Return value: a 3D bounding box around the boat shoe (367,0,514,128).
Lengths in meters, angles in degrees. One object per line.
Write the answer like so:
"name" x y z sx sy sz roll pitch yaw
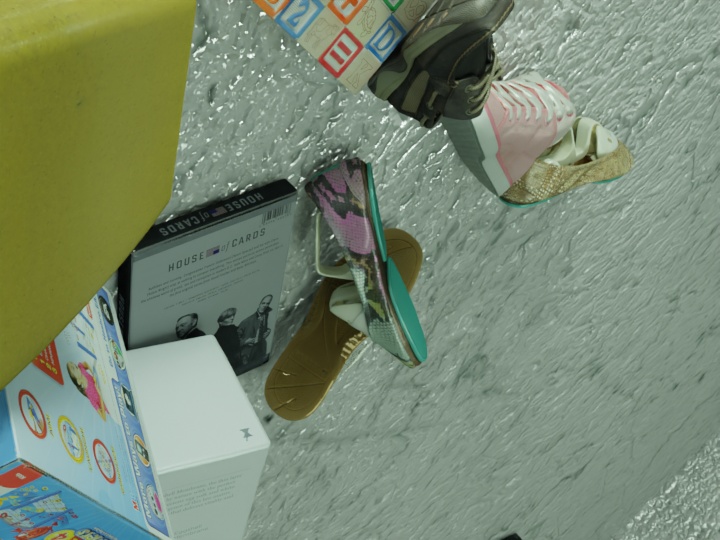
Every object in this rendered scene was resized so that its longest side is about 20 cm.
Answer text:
"boat shoe" 0.068 -0.149 0.766 0.075 0.073 0.200 -51 -172 -11

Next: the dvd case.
"dvd case" -0.126 0.029 0.880 0.149 0.025 0.202 -24 144 -33

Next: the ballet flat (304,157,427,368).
"ballet flat" 0.000 0.000 0.926 0.070 0.069 0.202 -13 121 9

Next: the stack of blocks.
"stack of blocks" -0.026 -0.206 0.678 0.115 0.059 0.200 -49 151 6

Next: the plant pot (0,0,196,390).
"plant pot" -0.188 -0.081 0.509 0.176 0.199 0.202 -33 151 -43

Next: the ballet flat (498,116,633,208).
"ballet flat" 0.212 -0.116 1.095 0.199 0.070 0.066 -23 130 -41

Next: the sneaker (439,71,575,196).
"sneaker" 0.125 -0.140 0.937 0.104 0.076 0.200 -41 158 2

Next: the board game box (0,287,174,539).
"board game box" -0.194 0.064 0.655 0.055 0.202 0.196 -24 150 3

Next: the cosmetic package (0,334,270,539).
"cosmetic package" -0.195 0.174 0.841 0.197 0.123 0.201 -9 138 -30

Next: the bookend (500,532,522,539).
"bookend" 0.200 0.579 1.915 0.199 0.092 0.200 -7 135 -50

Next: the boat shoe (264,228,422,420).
"boat shoe" -0.018 0.047 1.008 0.201 0.071 0.069 -51 178 -6
